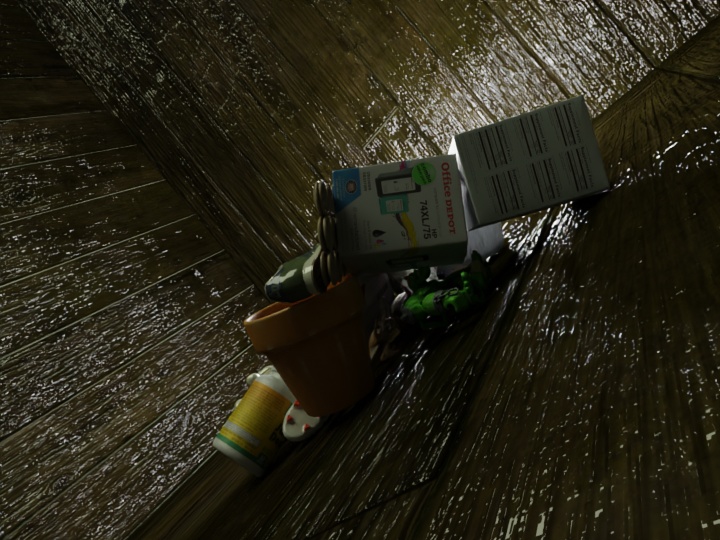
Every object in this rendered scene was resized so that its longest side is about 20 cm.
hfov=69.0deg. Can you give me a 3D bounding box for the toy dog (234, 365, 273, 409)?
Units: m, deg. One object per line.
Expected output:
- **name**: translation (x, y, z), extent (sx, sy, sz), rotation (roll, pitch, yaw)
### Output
- **toy dog**: translation (-0.156, 0.263, 1.138), extent (0.192, 0.140, 0.201), rotation (5, -56, -35)

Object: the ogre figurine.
- **ogre figurine**: translation (0.131, 0.036, 0.803), extent (0.119, 0.099, 0.200), rotation (-22, 23, 26)

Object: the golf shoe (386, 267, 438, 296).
- **golf shoe**: translation (0.120, 0.011, 1.026), extent (0.092, 0.075, 0.200), rotation (-51, 34, 6)

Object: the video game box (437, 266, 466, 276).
- **video game box**: translation (0.172, -0.048, 1.252), extent (0.200, 0.183, 0.047), rotation (-40, 19, -35)

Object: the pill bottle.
- **pill bottle**: translation (-0.176, 0.270, 0.990), extent (0.201, 0.112, 0.113), rotation (-57, 5, -24)

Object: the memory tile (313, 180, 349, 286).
- **memory tile**: translation (-0.043, -0.059, 0.820), extent (0.017, 0.155, 0.200), rotation (-7, 5, 6)

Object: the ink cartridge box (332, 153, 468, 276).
- **ink cartridge box**: translation (0.068, -0.085, 0.864), extent (0.198, 0.148, 0.146), rotation (-7, -13, 7)

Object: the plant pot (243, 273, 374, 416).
- **plant pot**: translation (-0.065, 0.128, 0.865), extent (0.199, 0.185, 0.200), rotation (-22, 5, 2)

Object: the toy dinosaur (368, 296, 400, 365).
- **toy dinosaur**: translation (0.033, 0.152, 1.020), extent (0.106, 0.060, 0.202), rotation (147, 146, -76)

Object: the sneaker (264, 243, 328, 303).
- **sneaker**: translation (-0.092, 0.004, 0.818), extent (0.089, 0.068, 0.200), rotation (-16, 9, 9)

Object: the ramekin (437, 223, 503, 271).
- **ramekin**: translation (0.212, -0.072, 1.126), extent (0.198, 0.106, 0.200), rotation (-20, 5, 2)

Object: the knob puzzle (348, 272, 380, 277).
- **knob puzzle**: translation (0.000, 0.000, 1.022), extent (0.217, 0.031, 0.220), rotation (-5, 9, 1)

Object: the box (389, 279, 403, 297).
- **box**: translation (0.131, 0.004, 1.306), extent (0.200, 0.160, 0.049), rotation (-41, -1, -35)

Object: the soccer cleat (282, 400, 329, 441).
- **soccer cleat**: translation (-0.079, 0.251, 0.972), extent (0.200, 0.069, 0.078), rotation (-50, -23, -52)

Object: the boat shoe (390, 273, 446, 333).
- **boat shoe**: translation (0.126, 0.059, 1.098), extent (0.067, 0.072, 0.200), rotation (-41, 0, 37)

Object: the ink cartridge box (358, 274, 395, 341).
- **ink cartridge box**: translation (-0.019, 0.074, 1.185), extent (0.146, 0.144, 0.201), rotation (-50, -39, -26)

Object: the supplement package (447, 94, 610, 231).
- **supplement package**: translation (0.260, -0.164, 0.864), extent (0.198, 0.149, 0.191), rotation (-16, 0, 5)
